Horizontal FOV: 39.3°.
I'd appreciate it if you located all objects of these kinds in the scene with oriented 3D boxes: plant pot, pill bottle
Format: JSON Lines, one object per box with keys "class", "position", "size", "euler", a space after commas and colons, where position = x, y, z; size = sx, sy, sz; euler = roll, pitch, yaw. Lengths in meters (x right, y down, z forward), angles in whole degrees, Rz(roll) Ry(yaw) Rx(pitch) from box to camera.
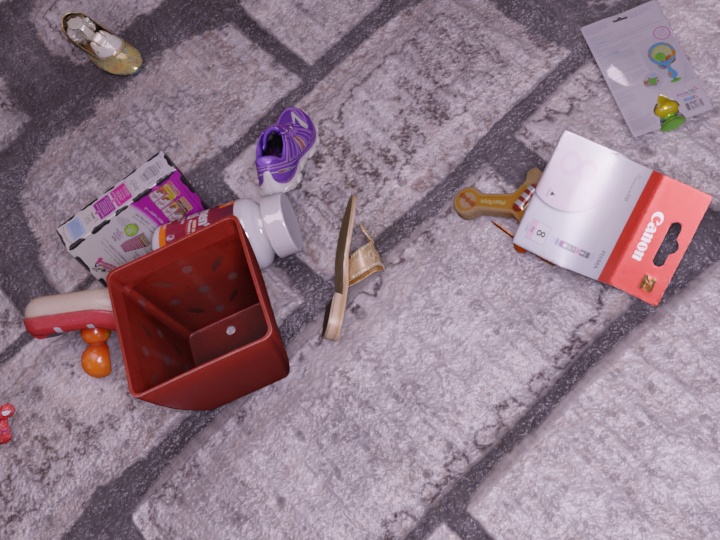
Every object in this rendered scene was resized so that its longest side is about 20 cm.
{"class": "plant pot", "position": [-0.202, 0.081, 1.374], "size": [0.200, 0.176, 0.200], "euler": [-24, 58, 5]}
{"class": "pill bottle", "position": [-0.193, -0.042, 1.477], "size": [0.200, 0.110, 0.110], "euler": [-18, 58, 10]}

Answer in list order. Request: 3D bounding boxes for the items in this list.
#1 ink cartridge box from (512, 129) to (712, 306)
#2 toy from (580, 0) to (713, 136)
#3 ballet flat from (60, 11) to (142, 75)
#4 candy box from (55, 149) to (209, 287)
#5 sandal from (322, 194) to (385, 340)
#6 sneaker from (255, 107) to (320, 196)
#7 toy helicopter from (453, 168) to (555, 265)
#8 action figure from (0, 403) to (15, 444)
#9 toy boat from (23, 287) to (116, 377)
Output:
{"class": "ink cartridge box", "position": [0.317, -0.066, 1.283], "size": [0.200, 0.057, 0.163], "euler": [28, 104, 20]}
{"class": "toy", "position": [0.405, -0.280, 1.436], "size": [0.115, 0.047, 0.200], "euler": [-20, 61, 4]}
{"class": "ballet flat", "position": [-0.470, -0.410, 1.801], "size": [0.200, 0.071, 0.071], "euler": [35, 78, 31]}
{"class": "candy box", "position": [-0.336, -0.069, 1.525], "size": [0.200, 0.136, 0.061], "euler": [-37, 50, -4]}
{"class": "sandal", "position": [-0.001, 0.002, 1.426], "size": [0.070, 0.078, 0.212], "euler": [13, 72, -9]}
{"class": "sneaker", "position": [-0.114, -0.197, 1.531], "size": [0.081, 0.084, 0.200], "euler": [-7, 37, 13]}
{"class": "toy helicopter", "position": [0.217, -0.079, 1.390], "size": [0.200, 0.079, 0.132], "euler": [6, 73, 34]}
{"class": "action figure", "position": [-0.580, 0.268, 1.454], "size": [0.065, 0.099, 0.200], "euler": [27, 72, 28]}
{"class": "toy boat", "position": [-0.388, 0.093, 1.483], "size": [0.200, 0.131, 0.131], "euler": [-8, 91, 16]}
